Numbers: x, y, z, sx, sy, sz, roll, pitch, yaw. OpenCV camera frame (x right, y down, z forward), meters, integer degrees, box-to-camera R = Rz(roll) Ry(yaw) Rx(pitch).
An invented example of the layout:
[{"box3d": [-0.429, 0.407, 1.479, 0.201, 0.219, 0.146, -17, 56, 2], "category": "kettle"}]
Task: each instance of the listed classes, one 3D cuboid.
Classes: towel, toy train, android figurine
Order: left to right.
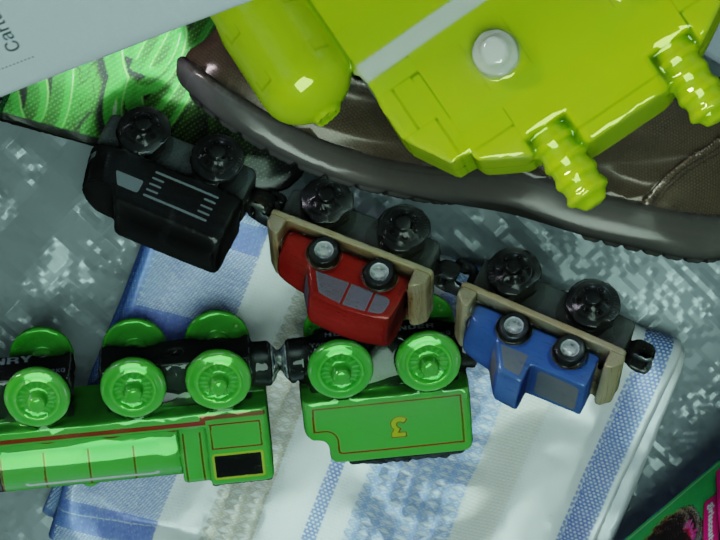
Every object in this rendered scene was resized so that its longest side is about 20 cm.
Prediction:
[{"box3d": [-0.056, 0.046, 0.997, 0.199, 0.042, 0.057, -6, 117, 0], "category": "toy train"}, {"box3d": [0.000, 0.000, 0.963, 0.199, 0.046, 0.034, 21, 153, 10], "category": "toy train"}, {"box3d": [0.002, 0.060, 1.034, 0.199, 0.024, 0.147, 19, 107, -9], "category": "towel"}, {"box3d": [0.036, -0.113, 0.910, 0.182, 0.041, 0.200, -32, 79, 1], "category": "android figurine"}]

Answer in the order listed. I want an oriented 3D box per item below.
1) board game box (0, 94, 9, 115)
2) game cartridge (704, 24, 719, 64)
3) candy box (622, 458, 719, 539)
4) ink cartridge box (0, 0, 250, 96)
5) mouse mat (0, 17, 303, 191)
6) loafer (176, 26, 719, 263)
[{"box3d": [-0.210, -0.082, 0.940, 0.199, 0.023, 0.105, 25, 101, 4], "category": "board game box"}, {"box3d": [0.154, -0.126, 0.968, 0.200, 0.040, 0.134, 29, 102, -12], "category": "game cartridge"}, {"box3d": [0.199, 0.110, 0.992, 0.169, 0.077, 0.200, 29, 125, -21], "category": "candy box"}, {"box3d": [-0.140, -0.135, 0.844, 0.199, 0.041, 0.200, -20, 125, 13], "category": "ink cartridge box"}, {"box3d": [-0.069, -0.134, 0.969, 0.160, 0.008, 0.201, 15, 109, -8], "category": "mouse mat"}, {"box3d": [0.038, -0.058, 0.972, 0.199, 0.073, 0.071, 12, 99, -16], "category": "loafer"}]
